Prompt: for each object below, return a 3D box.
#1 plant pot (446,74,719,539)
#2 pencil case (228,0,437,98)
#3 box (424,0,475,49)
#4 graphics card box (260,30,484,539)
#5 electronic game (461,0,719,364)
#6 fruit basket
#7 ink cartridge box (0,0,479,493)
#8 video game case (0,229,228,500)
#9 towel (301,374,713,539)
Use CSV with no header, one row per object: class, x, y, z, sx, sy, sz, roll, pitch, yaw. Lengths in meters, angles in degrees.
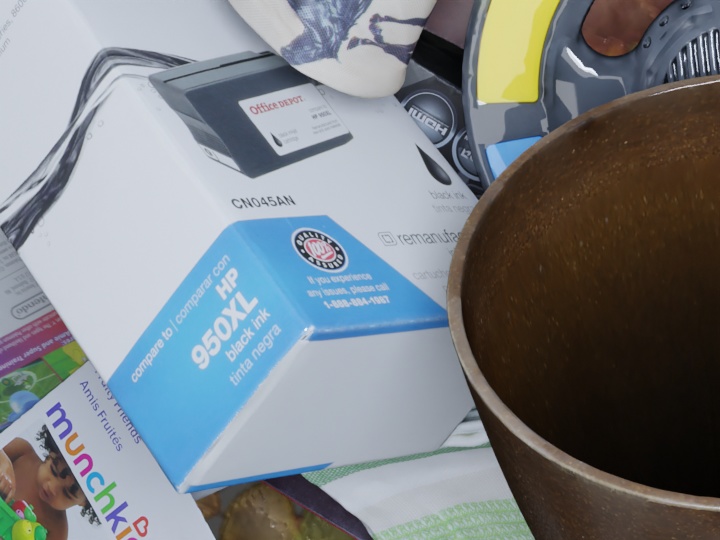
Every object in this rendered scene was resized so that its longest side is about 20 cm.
plant pot,0.132,0.070,0.764,0.186,0.187,0.200,3,135,15
pencil case,0.024,-0.152,0.771,0.078,0.089,0.200,37,117,9
box,-0.022,-0.175,0.860,0.199,0.075,0.100,27,115,6
graphics card box,0.000,0.000,0.934,0.125,0.051,0.200,32,115,3
electronic game,0.133,-0.062,0.809,0.199,0.042,0.201,4,108,14
fruit basket,-0.125,0.161,0.887,0.200,0.094,0.186,-39,74,30
ink cartridge box,-0.048,-0.030,0.814,0.200,0.144,0.084,53,121,23
video game case,-0.166,0.047,0.916,0.200,0.023,0.182,-26,116,26
towel,0.082,0.116,0.910,0.149,0.031,0.200,-13,130,38
